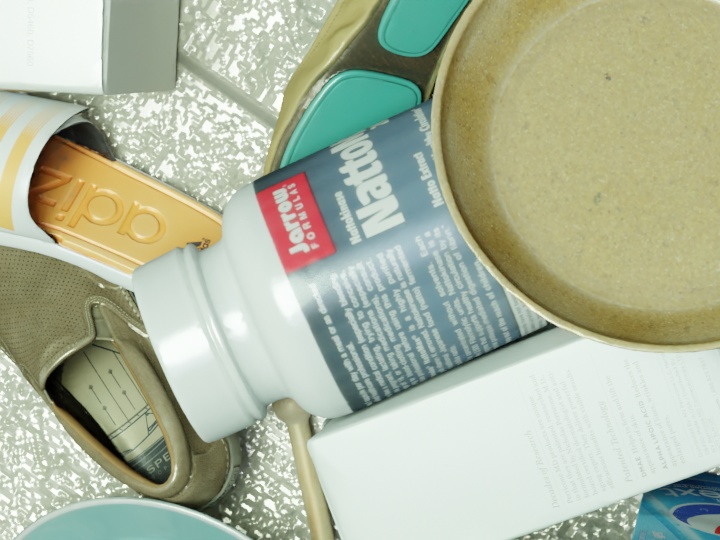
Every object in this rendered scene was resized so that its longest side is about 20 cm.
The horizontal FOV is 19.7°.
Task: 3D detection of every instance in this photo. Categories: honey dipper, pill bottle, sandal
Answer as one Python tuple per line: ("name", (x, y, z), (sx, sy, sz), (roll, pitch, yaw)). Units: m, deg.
("honey dipper", (-0.014, 0.155, 1.056), (0.038, 0.038, 0.202), (-11, 90, 12))
("pill bottle", (0.000, 0.000, 0.974), (0.198, 0.120, 0.121), (-25, 92, 1))
("sandal", (-0.145, -0.048, 1.030), (0.205, 0.059, 0.080), (20, 56, 2))

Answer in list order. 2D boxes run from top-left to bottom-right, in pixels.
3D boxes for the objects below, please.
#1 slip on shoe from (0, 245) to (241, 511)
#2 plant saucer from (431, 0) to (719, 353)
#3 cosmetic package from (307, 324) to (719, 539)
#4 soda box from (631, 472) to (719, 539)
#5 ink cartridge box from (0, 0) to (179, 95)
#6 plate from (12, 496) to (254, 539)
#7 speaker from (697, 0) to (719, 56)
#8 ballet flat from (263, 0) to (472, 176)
("slip on shoe", (-0.141, 0.041, 1.036), (0.076, 0.061, 0.200), (-43, 74, 13))
("plant saucer", (0.129, -0.057, 0.895), (0.198, 0.035, 0.202), (-1, 73, 2))
("cosmetic package", (0.084, 0.074, 0.988), (0.198, 0.113, 0.082), (-23, 92, 14))
("soda box", (0.152, 0.145, 0.936), (0.063, 0.200, 0.069), (9, 98, 9))
("ink cartridge box", (-0.173, -0.152, 1.001), (0.198, 0.129, 0.127), (5, 98, 11))
("plate", (-0.094, 0.191, 1.051), (0.198, 0.026, 0.202), (8, 123, 13))
("speaker", (0.196, -0.192, 0.952), (0.080, 0.081, 0.202), (11, 99, 9))
("ballet flat", (0.009, -0.112, 1.005), (0.068, 0.063, 0.201), (16, 123, -31))
